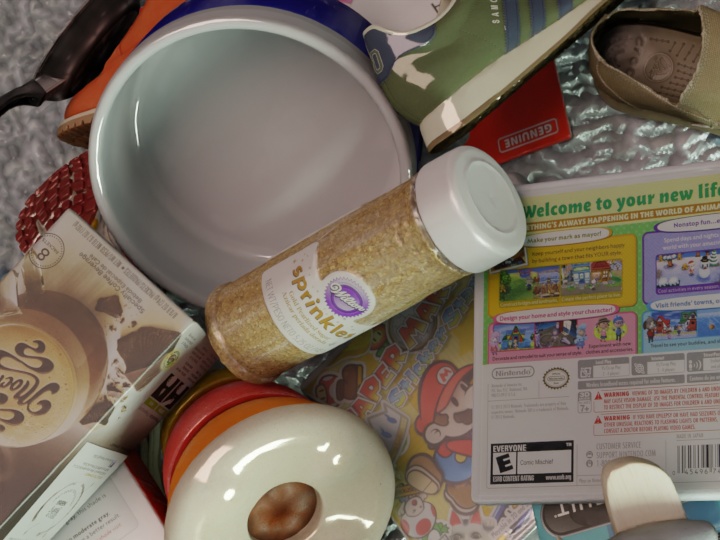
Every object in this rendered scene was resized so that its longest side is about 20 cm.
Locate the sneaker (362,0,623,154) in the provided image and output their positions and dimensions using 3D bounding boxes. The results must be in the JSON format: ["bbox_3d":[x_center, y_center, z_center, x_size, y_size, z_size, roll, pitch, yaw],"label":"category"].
[{"bbox_3d":[0.088,-0.162,1.079,0.200,0.067,0.090,-40,86,-15],"label":"sneaker"}]

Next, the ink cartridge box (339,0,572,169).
[{"bbox_3d":[0.026,-0.139,1.183,0.200,0.044,0.174,-19,68,27],"label":"ink cartridge box"}]

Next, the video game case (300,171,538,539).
[{"bbox_3d":[0.078,0.070,1.114,0.200,0.023,0.182,-46,60,15],"label":"video game case"}]

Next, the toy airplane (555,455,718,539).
[{"bbox_3d":[0.167,0.218,0.943,0.200,0.141,0.199,31,113,3],"label":"toy airplane"}]

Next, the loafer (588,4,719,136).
[{"bbox_3d":[0.215,-0.110,1.044,0.200,0.067,0.076,8,83,33],"label":"loafer"}]

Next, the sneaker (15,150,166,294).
[{"bbox_3d":[-0.180,-0.002,1.260,0.078,0.082,0.200,-35,46,15],"label":"sneaker"}]

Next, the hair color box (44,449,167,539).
[{"bbox_3d":[-0.199,0.135,1.168,0.111,0.064,0.200,-35,72,1],"label":"hair color box"}]

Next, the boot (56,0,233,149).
[{"bbox_3d":[-0.137,-0.144,1.255,0.200,0.075,0.107,-21,63,42],"label":"boot"}]

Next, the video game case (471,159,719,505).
[{"bbox_3d":[0.153,0.035,0.996,0.200,0.022,0.182,-6,76,32],"label":"video game case"}]

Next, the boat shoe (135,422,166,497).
[{"bbox_3d":[-0.177,0.121,1.233,0.072,0.065,0.200,-24,67,25],"label":"boat shoe"}]

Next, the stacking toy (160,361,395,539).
[{"bbox_3d":[-0.079,0.106,1.150,0.146,0.146,0.200,-54,36,10],"label":"stacking toy"}]

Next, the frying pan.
[{"bbox_3d":[-0.204,-0.147,1.258,0.031,0.190,0.115,38,121,0],"label":"frying pan"}]

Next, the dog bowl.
[{"bbox_3d":[-0.062,-0.075,1.134,0.200,0.079,0.200,4,117,7],"label":"dog bowl"}]

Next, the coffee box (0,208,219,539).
[{"bbox_3d":[-0.196,0.079,1.108,0.113,0.080,0.200,40,84,18],"label":"coffee box"}]

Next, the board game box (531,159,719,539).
[{"bbox_3d":[0.159,0.058,1.028,0.151,0.047,0.200,-21,68,26],"label":"board game box"}]

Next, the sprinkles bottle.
[{"bbox_3d":[0.000,0.000,1.059,0.200,0.068,0.068,-29,65,34],"label":"sprinkles bottle"}]
